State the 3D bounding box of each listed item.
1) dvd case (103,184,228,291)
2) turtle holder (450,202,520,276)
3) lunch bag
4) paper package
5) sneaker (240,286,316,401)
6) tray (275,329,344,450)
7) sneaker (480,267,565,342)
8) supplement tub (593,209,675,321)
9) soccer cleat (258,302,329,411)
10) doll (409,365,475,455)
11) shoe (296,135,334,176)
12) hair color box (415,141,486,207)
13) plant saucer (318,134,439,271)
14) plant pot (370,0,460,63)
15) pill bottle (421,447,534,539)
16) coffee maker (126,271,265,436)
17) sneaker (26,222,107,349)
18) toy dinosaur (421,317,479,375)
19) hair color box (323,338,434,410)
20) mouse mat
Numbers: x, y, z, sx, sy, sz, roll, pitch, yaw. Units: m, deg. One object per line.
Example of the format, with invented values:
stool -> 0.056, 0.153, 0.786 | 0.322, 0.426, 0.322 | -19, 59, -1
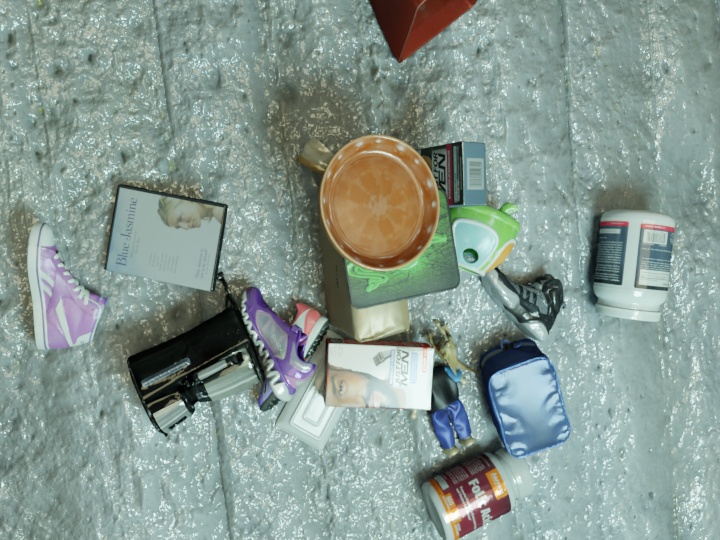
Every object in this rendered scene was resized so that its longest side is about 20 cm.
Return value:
dvd case -> -0.326, -0.055, 0.993 | 0.193, 0.018, 0.148 | 10, 91, 6
turtle holder -> 0.196, -0.073, 1.089 | 0.180, 0.141, 0.136 | 21, 90, -15
lunch bag -> 0.307, 0.232, 1.141 | 0.131, 0.132, 0.207 | -16, 98, 4
paper package -> 0.000, 0.000, 1.018 | 0.100, 0.190, 0.208 | -8, 95, -18
sneaker -> -0.136, 0.113, 1.010 | 0.087, 0.081, 0.204 | -29, 73, 5
tray -> -0.066, 0.225, 1.103 | 0.105, 0.022, 0.204 | 30, 86, -13
sneaker -> 0.324, 0.038, 1.163 | 0.114, 0.075, 0.200 | -47, 108, -8
supplement tub -> 0.539, -0.011, 1.176 | 0.135, 0.140, 0.208 | 5, 92, -14
soccer cleat -> -0.134, 0.156, 1.068 | 0.072, 0.068, 0.203 | 33, 89, 11
doll -> 0.151, 0.252, 1.144 | 0.133, 0.048, 0.206 | -24, 99, -12
shoe -> -0.021, -0.168, 1.065 | 0.196, 0.070, 0.054 | 31, 95, -11
hair color box -> 0.128, -0.160, 1.033 | 0.059, 0.197, 0.103 | -5, 95, -34
plant saucer -> 0.028, -0.102, 0.907 | 0.193, 0.032, 0.209 | 1, 86, -18
plant pot -> 0.103, -0.527, 1.022 | 0.198, 0.200, 0.178 | -37, 88, -9
pill bottle -> 0.226, 0.424, 1.139 | 0.195, 0.114, 0.118 | -22, 98, -11
coffee maker -> -0.281, 0.145, 1.003 | 0.195, 0.136, 0.195 | -24, 58, -11
sneaker -> -0.476, 0.022, 0.970 | 0.110, 0.073, 0.208 | -4, 104, -17
toy dinosaur -> 0.163, 0.154, 1.123 | 0.057, 0.200, 0.103 | -31, 60, 10
hair color box -> 0.032, 0.187, 1.073 | 0.192, 0.064, 0.115 | 3, 91, -7
mouse mat -> 0.063, -0.037, 0.935 | 0.193, 0.008, 0.167 | -11, 91, -18
